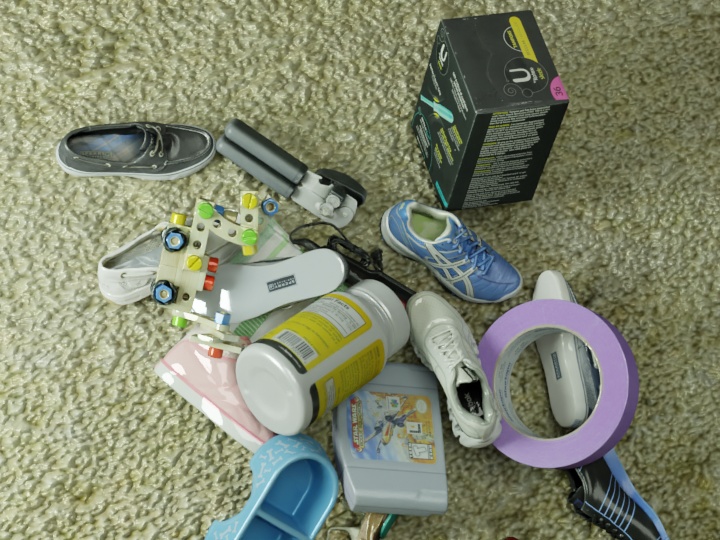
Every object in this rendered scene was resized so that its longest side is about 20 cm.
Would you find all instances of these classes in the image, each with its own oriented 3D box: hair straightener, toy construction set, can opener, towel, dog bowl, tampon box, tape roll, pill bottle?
[{"bbox_3d":[0.000,0.000,1.788,0.198,0.041,0.077,31,36,-5],"label":"hair straightener"},{"bbox_3d":[-0.171,-0.001,1.659,0.129,0.092,0.203,12,80,-11],"label":"toy construction set"},{"bbox_3d":[-0.088,-0.122,1.798,0.199,0.053,0.067,31,35,-9],"label":"can opener"},{"bbox_3d":[-0.094,0.043,1.764,0.199,0.023,0.153,40,71,-1],"label":"towel"},{"bbox_3d":[-0.098,0.286,1.647,0.111,0.049,0.201,35,83,-30],"label":"dog bowl"},{"bbox_3d":[0.158,-0.195,1.775,0.124,0.201,0.151,-8,59,-15],"label":"tampon box"},{"bbox_3d":[0.235,0.138,1.740,0.197,0.066,0.203,-3,81,22],"label":"tape roll"},{"bbox_3d":[-0.039,0.096,1.669,0.199,0.114,0.115,-32,84,-38],"label":"pill bottle"}]

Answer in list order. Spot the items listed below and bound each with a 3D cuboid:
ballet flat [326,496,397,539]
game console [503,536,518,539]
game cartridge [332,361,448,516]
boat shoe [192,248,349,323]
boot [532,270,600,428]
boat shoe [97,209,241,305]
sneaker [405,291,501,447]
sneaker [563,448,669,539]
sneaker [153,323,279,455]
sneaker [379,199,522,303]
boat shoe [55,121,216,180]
[{"bbox_3d":[0.000,0.312,1.700,0.072,0.068,0.202,22,75,9],"label":"ballet flat"},{"bbox_3d":[0.153,0.452,1.716,0.171,0.119,0.202,-30,82,13],"label":"game console"},{"bbox_3d":[0.033,0.195,1.708,0.131,0.042,0.202,8,50,-15],"label":"game cartridge"},{"bbox_3d":[-0.109,0.016,1.724,0.197,0.068,0.073,-16,86,8],"label":"boat shoe"},{"bbox_3d":[0.279,0.099,1.822,0.089,0.073,0.203,0,77,-29],"label":"boot"},{"bbox_3d":[-0.223,-0.027,1.719,0.198,0.070,0.071,-29,60,-19],"label":"boat shoe"},{"bbox_3d":[0.114,0.110,1.710,0.074,0.081,0.202,-25,73,-4],"label":"sneaker"},{"bbox_3d":[0.309,0.297,1.772,0.077,0.070,0.201,-28,77,-14],"label":"sneaker"},{"bbox_3d":[-0.138,0.141,1.693,0.200,0.075,0.105,39,83,3],"label":"sneaker"},{"bbox_3d":[0.117,-0.022,1.803,0.198,0.077,0.076,28,69,-6],"label":"sneaker"},{"bbox_3d":[-0.271,-0.154,1.750,0.197,0.066,0.071,-1,76,-15],"label":"boat shoe"}]
